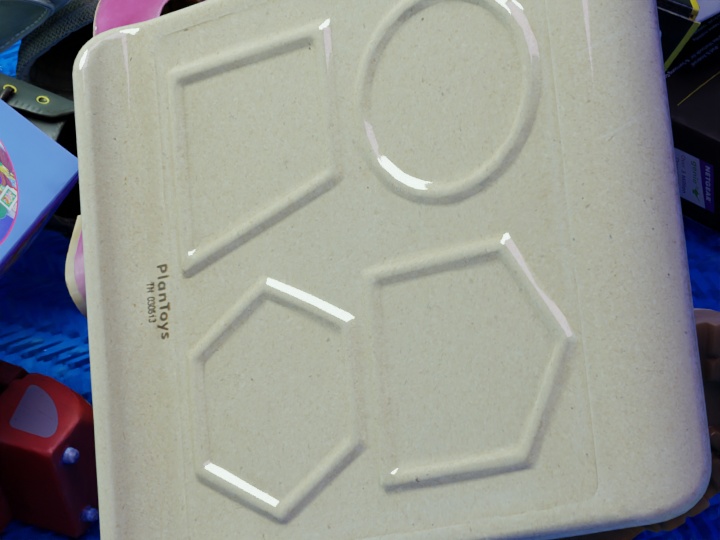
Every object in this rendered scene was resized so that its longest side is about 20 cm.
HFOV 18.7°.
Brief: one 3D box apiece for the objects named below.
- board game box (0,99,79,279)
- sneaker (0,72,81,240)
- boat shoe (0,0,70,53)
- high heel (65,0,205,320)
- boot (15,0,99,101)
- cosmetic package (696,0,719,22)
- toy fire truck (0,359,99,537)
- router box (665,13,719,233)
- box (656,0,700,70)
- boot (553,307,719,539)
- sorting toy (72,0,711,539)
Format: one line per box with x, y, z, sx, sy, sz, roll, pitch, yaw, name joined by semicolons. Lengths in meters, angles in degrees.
-0.207;-0.052;0.738;0.200;0.045;0.135;38;34;-5;board game box
-0.178;-0.065;0.845;0.106;0.199;0.075;14;90;42;sneaker
-0.196;-0.100;0.956;0.199;0.072;0.063;-14;69;37;boat shoe
-0.050;-0.067;0.796;0.095;0.067;0.201;-22;33;24;high heel
-0.066;-0.150;1.003;0.198;0.072;0.155;-17;39;5;boot
0.130;-0.212;0.898;0.164;0.166;0.200;-27;16;-11;cosmetic package
-0.127;0.118;0.723;0.140;0.049;0.200;14;46;27;toy fire truck
0.209;-0.079;0.865;0.199;0.051;0.149;-34;45;-27;router box
0.026;-0.094;0.760;0.049;0.160;0.201;13;37;-29;box
0.036;0.071;0.734;0.199;0.075;0.107;-29;23;-11;boot
0.005;-0.005;0.660;0.199;0.036;0.187;-12;76;29;sorting toy
